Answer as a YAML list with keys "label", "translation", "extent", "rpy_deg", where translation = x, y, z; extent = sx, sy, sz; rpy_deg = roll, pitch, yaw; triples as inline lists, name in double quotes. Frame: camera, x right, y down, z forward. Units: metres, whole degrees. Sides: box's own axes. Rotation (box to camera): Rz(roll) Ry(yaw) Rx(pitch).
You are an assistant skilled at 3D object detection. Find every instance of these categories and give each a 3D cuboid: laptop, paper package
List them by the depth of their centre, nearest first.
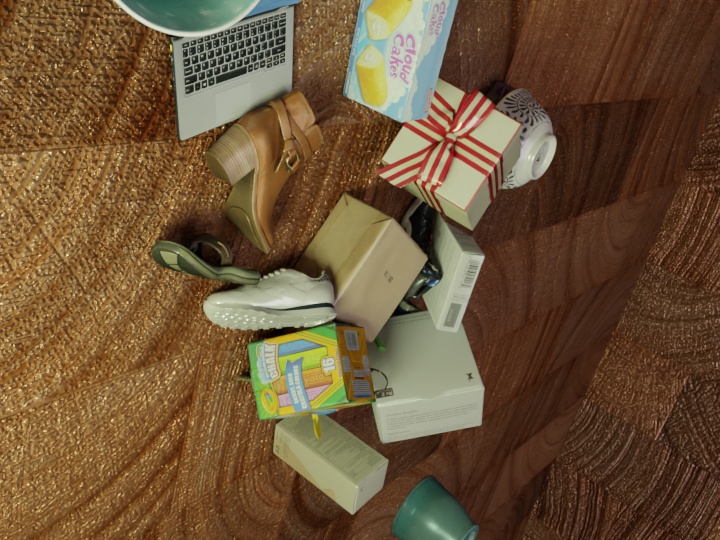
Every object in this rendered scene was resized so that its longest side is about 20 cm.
- label: "laptop"
  translation: [-0.109, -0.246, 0.903]
  extent: [0.187, 0.116, 0.201]
  rpy_deg: [-32, 141, -38]
- label: "paper package"
  translation: [0.000, 0.000, 1.308]
  extent: [0.191, 0.103, 0.200]
  rpy_deg: [-57, 151, -5]

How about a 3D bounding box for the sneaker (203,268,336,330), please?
- label: "sneaker"
  translation: [-0.133, 0.039, 1.152]
  extent: [0.199, 0.081, 0.076]
  rpy_deg: [1, 160, -27]

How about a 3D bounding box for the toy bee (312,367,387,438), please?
- label: "toy bee"
  translation: [-0.063, 0.232, 1.389]
  extent: [0.109, 0.199, 0.132]
  rpy_deg: [105, -2, -65]

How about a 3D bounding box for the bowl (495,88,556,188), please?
- label: "bowl"
  translation: [0.304, -0.228, 1.474]
  extent: [0.200, 0.094, 0.201]
  rpy_deg: [-38, 145, -33]

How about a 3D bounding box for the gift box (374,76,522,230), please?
- label: "gift box"
  translation: [0.136, -0.187, 1.274]
  extent: [0.185, 0.199, 0.187]
  rpy_deg: [-61, 166, -3]

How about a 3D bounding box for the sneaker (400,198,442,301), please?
- label: "sneaker"
  translation: [0.117, -0.036, 1.444]
  extent: [0.201, 0.112, 0.073]
  rpy_deg: [-62, 151, 5]

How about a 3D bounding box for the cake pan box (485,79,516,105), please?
- label: "cake pan box"
  translation: [0.242, -0.232, 1.520]
  extent: [0.184, 0.052, 0.200]
  rpy_deg: [-48, 149, -14]

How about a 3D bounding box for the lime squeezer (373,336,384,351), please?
- label: "lime squeezer"
  translation: [0.026, 0.085, 1.469]
  extent: [0.200, 0.070, 0.038]
  rpy_deg: [-66, 154, -64]

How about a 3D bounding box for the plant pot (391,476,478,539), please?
- label: "plant pot"
  translation: [0.222, 0.717, 2.217]
  extent: [0.200, 0.187, 0.201]
  rpy_deg: [-37, 143, -34]

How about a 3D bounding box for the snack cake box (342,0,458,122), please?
- label: "snack cake box"
  translation: [0.056, -0.320, 1.086]
  extent: [0.067, 0.115, 0.201]
  rpy_deg: [-21, 133, -47]

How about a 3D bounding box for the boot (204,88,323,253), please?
- label: "boot"
  translation: [-0.110, -0.128, 1.046]
  extent: [0.155, 0.074, 0.201]
  rpy_deg: [-42, 147, -23]

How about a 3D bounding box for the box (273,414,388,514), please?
- label: "box"
  translation: [-0.056, 0.337, 1.430]
  extent: [0.095, 0.200, 0.078]
  rpy_deg: [-28, 139, -42]

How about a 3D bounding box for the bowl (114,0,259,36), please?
- label: "bowl"
  translation: [-0.179, -0.322, 0.712]
  extent: [0.200, 0.105, 0.202]
  rpy_deg: [-19, 122, -34]

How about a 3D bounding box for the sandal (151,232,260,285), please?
- label: "sandal"
  translation: [-0.199, -0.019, 1.030]
  extent: [0.201, 0.079, 0.058]
  rpy_deg: [19, 84, -67]

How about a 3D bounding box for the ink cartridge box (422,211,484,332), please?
- label: "ink cartridge box"
  translation: [0.163, -0.004, 1.478]
  extent: [0.047, 0.200, 0.161]
  rpy_deg: [9, 116, -12]

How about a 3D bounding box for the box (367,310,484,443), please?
- label: "box"
  translation: [0.111, 0.194, 1.485]
  extent: [0.198, 0.201, 0.131]
  rpy_deg: [-9, 137, -4]

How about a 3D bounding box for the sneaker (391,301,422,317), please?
- label: "sneaker"
  translation: [0.110, 0.125, 1.634]
  extent: [0.089, 0.078, 0.200]
  rpy_deg: [-51, 142, 1]

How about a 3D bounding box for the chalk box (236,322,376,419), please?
- label: "chalk box"
  translation: [-0.095, 0.166, 1.243]
  extent: [0.125, 0.199, 0.125]
  rpy_deg: [17, 60, -66]
